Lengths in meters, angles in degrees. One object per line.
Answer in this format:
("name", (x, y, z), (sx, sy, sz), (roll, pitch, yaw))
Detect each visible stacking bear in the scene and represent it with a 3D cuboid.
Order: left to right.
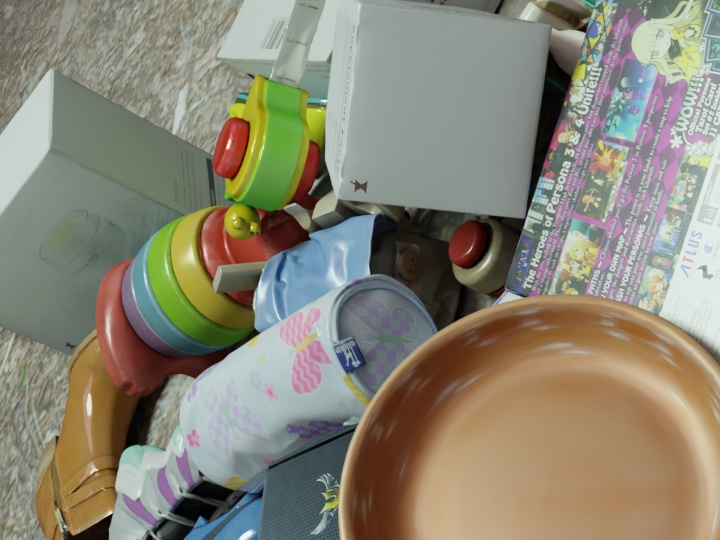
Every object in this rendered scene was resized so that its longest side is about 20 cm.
("stacking bear", (-0.101, 0.002, 1.019), (0.200, 0.121, 0.114), (-31, 77, 37))

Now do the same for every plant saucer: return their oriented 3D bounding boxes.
("plant saucer", (0.088, 0.105, 0.633), (0.199, 0.037, 0.201), (-11, 54, 16))

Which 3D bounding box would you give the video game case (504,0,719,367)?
("video game case", (0.173, -0.058, 0.681), (0.181, 0.036, 0.201), (22, 97, 49))

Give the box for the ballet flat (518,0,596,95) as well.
("ballet flat", (0.137, -0.140, 0.833), (0.067, 0.070, 0.200), (-55, 31, 11))

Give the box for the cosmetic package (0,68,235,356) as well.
("cosmetic package", (-0.245, -0.037, 1.206), (0.199, 0.200, 0.123), (-45, 34, 28))

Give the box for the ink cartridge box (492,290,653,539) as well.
("ink cartridge box", (0.067, 0.139, 0.743), (0.198, 0.043, 0.200), (-49, 35, 22))

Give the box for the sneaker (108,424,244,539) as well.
("sneaker", (-0.130, 0.193, 0.982), (0.200, 0.077, 0.140), (-30, 44, 56))

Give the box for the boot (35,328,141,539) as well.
("boot", (-0.218, 0.155, 1.144), (0.201, 0.073, 0.155), (-65, 27, 21))

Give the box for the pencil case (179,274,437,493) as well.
("pencil case", (-0.034, 0.075, 0.836), (0.200, 0.083, 0.091), (-31, 85, 48))

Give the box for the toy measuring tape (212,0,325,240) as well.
("toy measuring tape", (-0.050, -0.110, 0.895), (0.074, 0.073, 0.201), (47, 120, 58))

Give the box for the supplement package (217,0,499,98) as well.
("supplement package", (0.001, -0.206, 1.052), (0.200, 0.111, 0.156), (17, 80, 60))

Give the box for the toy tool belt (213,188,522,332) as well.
("toy tool belt", (0.000, 0.000, 0.878), (0.200, 0.123, 0.125), (-27, 45, 44))

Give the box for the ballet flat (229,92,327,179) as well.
("ballet flat", (-0.052, -0.103, 1.058), (0.200, 0.067, 0.067), (18, 100, 62))

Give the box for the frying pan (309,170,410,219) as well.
("frying pan", (-0.010, -0.060, 1.031), (0.190, 0.031, 0.115), (-17, 54, 47))

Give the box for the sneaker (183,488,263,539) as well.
("sneaker", (-0.110, 0.225, 0.919), (0.200, 0.066, 0.079), (-47, 40, 16))

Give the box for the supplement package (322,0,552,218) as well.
("supplement package", (0.039, -0.106, 0.825), (0.200, 0.109, 0.114), (-106, 22, -76))

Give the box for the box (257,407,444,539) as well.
("box", (0.002, 0.180, 0.717), (0.157, 0.051, 0.201), (-30, 44, 43))
